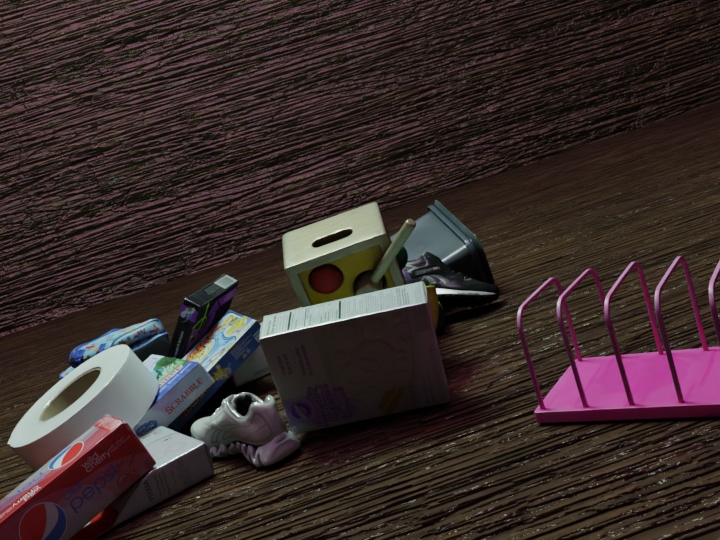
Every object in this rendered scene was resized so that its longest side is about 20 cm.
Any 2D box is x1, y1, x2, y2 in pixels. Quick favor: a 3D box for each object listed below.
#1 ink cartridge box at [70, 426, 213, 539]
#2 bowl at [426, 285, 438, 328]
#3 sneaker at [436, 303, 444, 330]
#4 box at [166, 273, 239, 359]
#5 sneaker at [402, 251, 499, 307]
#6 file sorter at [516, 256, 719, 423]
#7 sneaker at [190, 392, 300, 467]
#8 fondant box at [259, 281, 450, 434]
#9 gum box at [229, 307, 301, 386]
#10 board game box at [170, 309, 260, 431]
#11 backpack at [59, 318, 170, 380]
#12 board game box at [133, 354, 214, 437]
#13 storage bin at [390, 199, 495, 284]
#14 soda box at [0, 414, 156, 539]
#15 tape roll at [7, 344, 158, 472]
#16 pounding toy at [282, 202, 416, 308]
[{"bbox_3d":[-0.299,0.260,0.959,0.200,0.057,0.162,-18,9,-33],"label":"ink cartridge box"},{"bbox_3d":[0.020,0.100,1.052,0.200,0.108,0.200,-15,-6,-2],"label":"bowl"},{"bbox_3d":[0.045,0.090,1.279,0.199,0.074,0.081,-11,-2,15],"label":"sneaker"},{"bbox_3d":[-0.282,0.116,1.363,0.036,0.200,0.143,27,24,9],"label":"box"},{"bbox_3d":[0.132,0.010,1.306,0.199,0.088,0.076,3,-16,3],"label":"sneaker"},{"bbox_3d":[0.277,0.063,0.790,0.200,0.126,0.139,-11,12,36],"label":"file sorter"},{"bbox_3d":[-0.154,0.191,0.990,0.075,0.081,0.200,-28,13,-41],"label":"sneaker"},{"bbox_3d":[-0.004,0.106,0.942,0.199,0.145,0.058,-12,27,7],"label":"fondant box"},{"bbox_3d":[-0.146,0.125,1.380,0.200,0.066,0.113,-21,11,-17],"label":"gum box"},{"bbox_3d":[-0.245,0.152,1.244,0.200,0.034,0.135,-47,23,-17],"label":"board game box"},{"bbox_3d":[-0.449,0.183,1.417,0.200,0.135,0.183,-15,9,33],"label":"backpack"},{"bbox_3d":[-0.335,0.208,1.156,0.200,0.041,0.199,-44,22,-28],"label":"board game box"},{"bbox_3d":[0.136,-0.013,1.441,0.134,0.146,0.200,-28,35,-4],"label":"storage bin"},{"bbox_3d":[-0.331,0.252,0.870,0.200,0.070,0.063,-41,21,-31],"label":"soda box"},{"bbox_3d":[-0.382,0.195,1.091,0.202,0.071,0.203,-30,21,13],"label":"tape roll"},{"bbox_3d":[0.000,0.000,1.169,0.200,0.184,0.142,-19,33,5],"label":"pounding toy"}]
